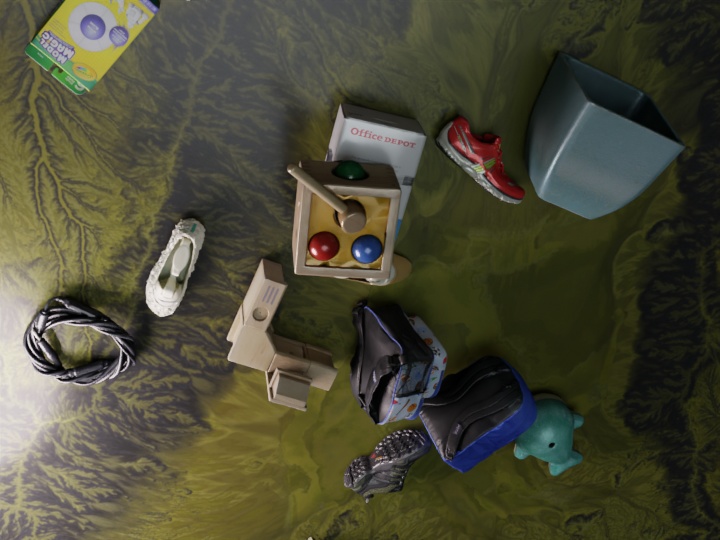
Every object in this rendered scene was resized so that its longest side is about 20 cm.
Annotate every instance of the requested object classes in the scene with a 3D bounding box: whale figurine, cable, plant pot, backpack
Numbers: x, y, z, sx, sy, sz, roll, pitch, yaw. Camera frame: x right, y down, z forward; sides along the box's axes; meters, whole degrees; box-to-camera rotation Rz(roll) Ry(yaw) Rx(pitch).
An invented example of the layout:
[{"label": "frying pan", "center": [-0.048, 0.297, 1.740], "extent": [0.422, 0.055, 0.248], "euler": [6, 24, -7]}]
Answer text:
[{"label": "whale figurine", "center": [0.382, 0.343, 2.003], "extent": [0.158, 0.104, 0.201], "euler": [-30, 118, 6]}, {"label": "cable", "center": [-0.496, 0.140, 1.784], "extent": [0.199, 0.051, 0.164], "euler": [27, 110, -21]}, {"label": "plant pot", "center": [0.381, -0.208, 1.679], "extent": [0.194, 0.197, 0.201], "euler": [20, 120, -19]}, {"label": "backpack", "center": [0.060, 0.178, 1.832], "extent": [0.152, 0.200, 0.192], "euler": [4, 120, -26]}, {"label": "backpack", "center": [0.233, 0.265, 1.913], "extent": [0.199, 0.163, 0.168], "euler": [-39, 145, 11]}]

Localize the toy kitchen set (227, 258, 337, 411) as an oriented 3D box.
[{"label": "toy kitchen set", "center": [-0.113, 0.122, 1.774], "extent": [0.198, 0.164, 0.182], "euler": [19, 113, -18]}]

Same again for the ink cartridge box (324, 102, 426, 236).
[{"label": "ink cartridge box", "center": [0.012, -0.164, 1.693], "extent": [0.143, 0.084, 0.202], "euler": [11, 115, -13]}]

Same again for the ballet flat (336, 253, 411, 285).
[{"label": "ballet flat", "center": [0.000, 0.000, 1.787], "extent": [0.198, 0.063, 0.069], "euler": [7, 116, -13]}]

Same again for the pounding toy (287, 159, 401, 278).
[{"label": "pounding toy", "center": [-0.034, -0.093, 1.586], "extent": [0.182, 0.143, 0.202], "euler": [3, 117, -8]}]

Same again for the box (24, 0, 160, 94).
[{"label": "box", "center": [-0.415, -0.371, 1.538], "extent": [0.117, 0.049, 0.200], "euler": [38, 107, -24]}]

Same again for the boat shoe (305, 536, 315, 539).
[{"label": "boat shoe", "center": [-0.101, 0.646, 2.097], "extent": [0.065, 0.072, 0.203], "euler": [-16, 123, -7]}]

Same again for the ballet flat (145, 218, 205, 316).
[{"label": "ballet flat", "center": [-0.326, 0.003, 1.734], "extent": [0.071, 0.072, 0.202], "euler": [16, 114, -17]}]

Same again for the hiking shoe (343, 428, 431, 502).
[{"label": "hiking shoe", "center": [0.067, 0.390, 2.002], "extent": [0.199, 0.076, 0.101], "euler": [-31, 126, 17]}]

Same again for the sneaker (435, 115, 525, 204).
[{"label": "sneaker", "center": [0.222, -0.189, 1.723], "extent": [0.199, 0.077, 0.085], "euler": [36, 101, -24]}]
